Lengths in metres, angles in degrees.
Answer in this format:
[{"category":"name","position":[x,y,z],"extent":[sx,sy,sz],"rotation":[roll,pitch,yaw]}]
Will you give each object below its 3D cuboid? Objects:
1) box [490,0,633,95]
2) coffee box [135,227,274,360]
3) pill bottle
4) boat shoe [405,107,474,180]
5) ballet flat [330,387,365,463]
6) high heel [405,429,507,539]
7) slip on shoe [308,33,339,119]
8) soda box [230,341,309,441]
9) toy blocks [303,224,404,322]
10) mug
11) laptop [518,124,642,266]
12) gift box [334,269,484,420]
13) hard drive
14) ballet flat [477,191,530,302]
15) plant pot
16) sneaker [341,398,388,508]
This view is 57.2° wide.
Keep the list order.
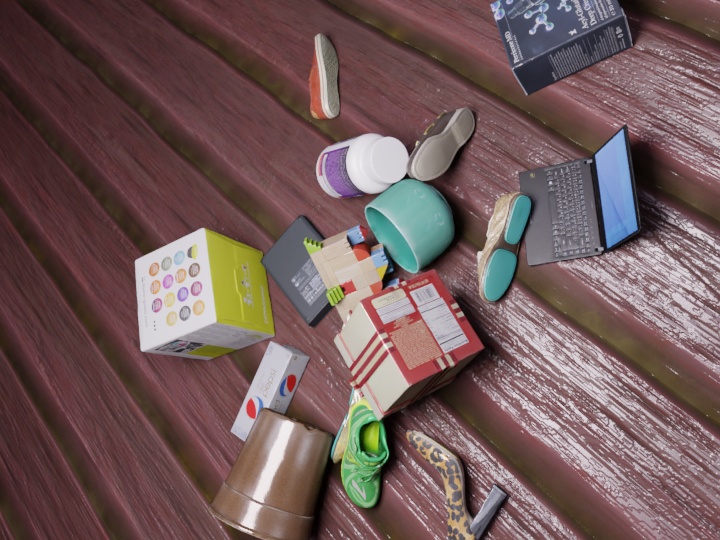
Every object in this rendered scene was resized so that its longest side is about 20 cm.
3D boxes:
[{"category":"box","position":[0.355,-0.436,1.174],"extent":[0.199,0.107,0.150],"rotation":[-22,68,24]},{"category":"coffee box","position":[-0.321,0.058,1.377],"extent":[0.197,0.200,0.201],"rotation":[-21,68,23]},{"category":"pill bottle","position":[0.005,-0.200,1.264],"extent":[0.200,0.111,0.112],"rotation":[3,77,61]},{"category":"boat shoe","position":[0.140,-0.233,1.228],"extent":[0.059,0.072,0.200],"rotation":[5,46,45]},{"category":"ballet flat","position":[0.002,0.266,1.220],"extent":[0.070,0.071,0.202],"rotation":[15,85,32]},{"category":"high heel","position":[0.127,0.374,1.109],"extent":[0.199,0.071,0.143],"rotation":[34,89,23]},{"category":"slip on shoe","position":[-0.087,-0.425,1.448],"extent":[0.061,0.074,0.202],"rotation":[-10,77,30]},{"category":"soda box","position":[-0.180,0.247,1.323],"extent":[0.063,0.068,0.201],"rotation":[25,90,32]},{"category":"toy blocks","position":[0.000,0.000,1.233],"extent":[0.136,0.100,0.201],"rotation":[-23,108,10]},{"category":"mug","position":[0.089,-0.097,1.211],"extent":[0.114,0.152,0.185],"rotation":[-37,50,-12]},{"category":"laptop","position":[0.354,-0.118,1.092],"extent":[0.199,0.103,0.179],"rotation":[-10,72,27]},{"category":"gift box","position":[0.073,0.116,1.123],"extent":[0.201,0.183,0.187],"rotation":[63,152,22]},{"category":"hard drive","position":[-0.111,-0.002,1.370],"extent":[0.140,0.033,0.200],"rotation":[-47,60,11]},{"category":"ballet flat","position":[0.245,-0.042,1.168],"extent":[0.065,0.070,0.201],"rotation":[16,84,60]},{"category":"plant pot","position":[-0.150,0.369,1.211],"extent":[0.199,0.200,0.200],"rotation":[13,77,32]},{"category":"sneaker","position":[0.007,0.329,1.156],"extent":[0.073,0.084,0.202],"rotation":[-2,102,-11]}]
